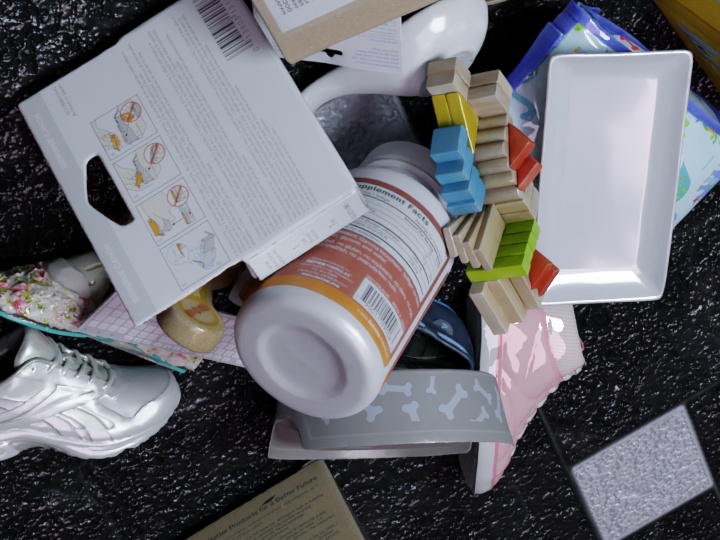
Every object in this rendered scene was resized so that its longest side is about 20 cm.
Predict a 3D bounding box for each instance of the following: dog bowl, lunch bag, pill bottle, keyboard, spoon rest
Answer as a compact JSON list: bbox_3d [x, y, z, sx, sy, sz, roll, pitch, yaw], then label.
[{"bbox_3d":[0.023,0.116,1.495,0.198,0.200,0.059,2,80,-25],"label":"dog bowl"},{"bbox_3d":[0.167,-0.099,1.433,0.199,0.128,0.170,25,111,-45],"label":"lunch bag"},{"bbox_3d":[0.000,0.000,1.329,0.111,0.200,0.113,16,135,17],"label":"pill bottle"},{"bbox_3d":[-0.115,0.047,1.399,0.199,0.011,0.056,15,142,-42],"label":"keyboard"},{"bbox_3d":[0.011,-0.136,1.375,0.200,0.061,0.099,-40,162,10],"label":"spoon rest"}]

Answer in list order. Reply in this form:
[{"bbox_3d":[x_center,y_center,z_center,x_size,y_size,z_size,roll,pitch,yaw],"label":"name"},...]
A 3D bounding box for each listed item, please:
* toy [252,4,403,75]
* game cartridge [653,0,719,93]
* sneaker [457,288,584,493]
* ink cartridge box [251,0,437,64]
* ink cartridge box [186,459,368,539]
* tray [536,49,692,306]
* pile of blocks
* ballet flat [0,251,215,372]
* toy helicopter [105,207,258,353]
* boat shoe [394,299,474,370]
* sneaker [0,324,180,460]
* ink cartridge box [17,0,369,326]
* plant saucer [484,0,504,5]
[{"bbox_3d":[-0.020,-0.240,1.288,0.114,0.047,0.202,11,128,22],"label":"toy"},{"bbox_3d":[0.314,-0.129,1.428,0.032,0.200,0.176,-41,128,5],"label":"game cartridge"},{"bbox_3d":[0.138,0.101,1.592,0.104,0.076,0.202,-5,121,-14],"label":"sneaker"},{"bbox_3d":[-0.020,-0.255,1.199,0.164,0.075,0.201,-20,113,30],"label":"ink cartridge box"},{"bbox_3d":[-0.077,0.278,1.555,0.199,0.165,0.075,-31,133,0],"label":"ink cartridge box"},{"bbox_3d":[0.179,-0.068,1.375,0.106,0.022,0.202,-3,118,-10],"label":"tray"},{"bbox_3d":[0.098,-0.054,1.331,0.062,0.082,0.202,-8,109,30],"label":"pile of blocks"},{"bbox_3d":[-0.190,0.021,1.404,0.199,0.076,0.064,20,104,-43],"label":"ballet flat"},{"bbox_3d":[-0.114,0.005,1.335,0.132,0.200,0.079,30,111,-20],"label":"toy helicopter"},{"bbox_3d":[0.008,0.044,1.500,0.198,0.069,0.085,4,121,-25],"label":"boat shoe"},{"bbox_3d":[-0.231,0.087,1.425,0.198,0.078,0.100,-6,122,-21],"label":"sneaker"},{"bbox_3d":[-0.115,-0.078,1.281,0.173,0.201,0.044,-32,156,2],"label":"ink cartridge box"},{"bbox_3d":[0.102,-0.275,1.316,0.199,0.037,0.201,-22,144,-17],"label":"plant saucer"}]
